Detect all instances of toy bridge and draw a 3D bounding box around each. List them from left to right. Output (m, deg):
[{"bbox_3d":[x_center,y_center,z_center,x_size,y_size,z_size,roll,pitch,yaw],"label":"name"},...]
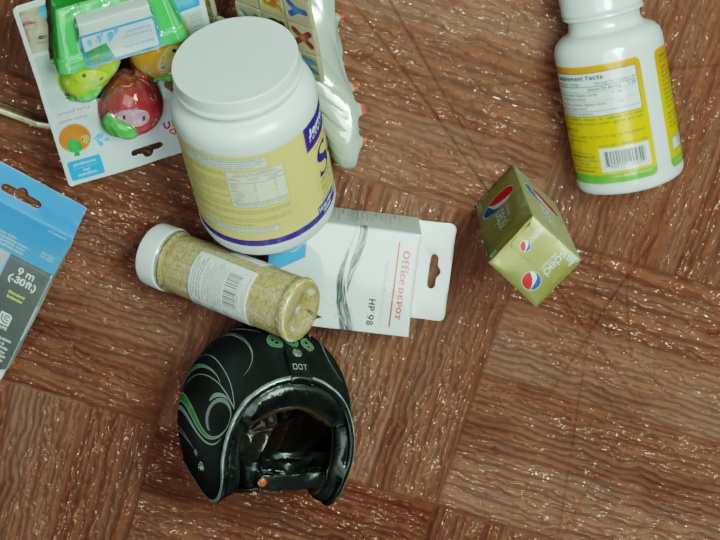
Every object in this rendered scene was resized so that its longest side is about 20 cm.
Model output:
[{"bbox_3d":[-0.307,-0.184,1.484,0.197,0.027,0.068,-8,108,3],"label":"toy bridge"}]

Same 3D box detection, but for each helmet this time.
[{"bbox_3d":[-0.102,0.154,1.498,0.197,0.191,0.203,-6,107,-20],"label":"helmet"}]

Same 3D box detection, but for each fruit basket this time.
[{"bbox_3d":[-0.228,-0.192,1.418,0.183,0.094,0.202,-17,118,-9],"label":"fruit basket"}]

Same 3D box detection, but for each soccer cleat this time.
[{"bbox_3d":[-0.046,-0.200,1.454,0.077,0.069,0.203,-14,99,-15],"label":"soccer cleat"}]

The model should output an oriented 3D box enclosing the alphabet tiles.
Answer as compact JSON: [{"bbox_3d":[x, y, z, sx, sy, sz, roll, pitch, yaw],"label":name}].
[{"bbox_3d":[-0.113,-0.282,1.366,0.166,0.008,0.201,25,147,28],"label":"alphabet tiles"}]

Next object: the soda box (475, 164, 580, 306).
[{"bbox_3d":[0.164,-0.039,1.433,0.068,0.200,0.064,41,104,-12],"label":"soda box"}]

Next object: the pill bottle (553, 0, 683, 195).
[{"bbox_3d":[0.255,-0.187,1.435,0.109,0.111,0.203,-12,106,4],"label":"pill bottle"}]

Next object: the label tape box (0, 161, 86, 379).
[{"bbox_3d":[-0.399,-0.007,1.518,0.142,0.066,0.201,28,106,-7],"label":"label tape box"}]

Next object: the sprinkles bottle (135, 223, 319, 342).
[{"bbox_3d":[-0.138,0.012,1.472,0.198,0.068,0.069,20,109,29],"label":"sprinkles bottle"}]

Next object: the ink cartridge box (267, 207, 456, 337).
[{"bbox_3d":[0.000,0.000,1.515,0.197,0.067,0.117,6,106,-1],"label":"ink cartridge box"}]

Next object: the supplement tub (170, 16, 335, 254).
[{"bbox_3d":[-0.105,-0.130,1.401,0.143,0.147,0.201,-7,138,3],"label":"supplement tub"}]
